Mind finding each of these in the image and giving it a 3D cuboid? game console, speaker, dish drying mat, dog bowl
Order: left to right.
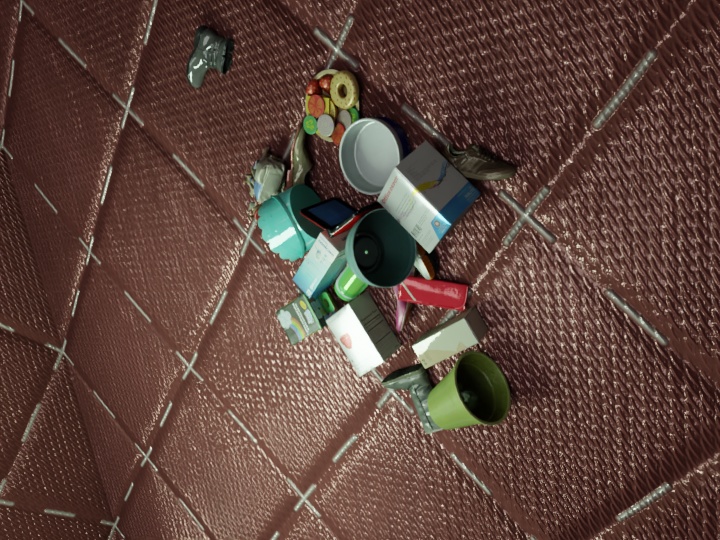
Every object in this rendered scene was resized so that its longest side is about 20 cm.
[{"bbox_3d":[-0.041,-0.181,1.587,0.171,0.199,0.121,-34,89,36],"label":"game console"},{"bbox_3d":[0.000,0.000,1.694,0.089,0.088,0.201,46,124,11],"label":"speaker"},{"bbox_3d":[0.040,-0.318,1.562,0.195,0.078,0.207,12,112,30],"label":"dog bowl"},{"bbox_3d":[0.201,0.063,1.584,0.193,0.018,0.080,9,108,11],"label":"dish drying mat"}]

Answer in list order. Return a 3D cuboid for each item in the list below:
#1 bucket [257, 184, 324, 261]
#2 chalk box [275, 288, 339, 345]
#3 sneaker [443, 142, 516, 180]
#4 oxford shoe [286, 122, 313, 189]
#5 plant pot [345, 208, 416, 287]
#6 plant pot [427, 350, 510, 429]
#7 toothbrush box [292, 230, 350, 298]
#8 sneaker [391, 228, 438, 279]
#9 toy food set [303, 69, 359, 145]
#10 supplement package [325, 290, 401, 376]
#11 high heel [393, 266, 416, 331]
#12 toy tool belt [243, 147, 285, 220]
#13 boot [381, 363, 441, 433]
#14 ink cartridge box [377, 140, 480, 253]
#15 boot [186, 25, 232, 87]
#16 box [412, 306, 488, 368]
[{"bbox_3d":[-0.198,-0.149,1.708,0.132,0.206,0.212,-26,92,32],"label":"bucket"},{"bbox_3d":[-0.154,0.131,1.816,0.197,0.123,0.128,-30,89,35],"label":"chalk box"},{"bbox_3d":[0.293,-0.275,1.413,0.195,0.070,0.078,11,119,31],"label":"sneaker"},{"bbox_3d":[-0.176,-0.342,1.717,0.072,0.071,0.206,12,115,1],"label":"oxford shoe"},{"bbox_3d":[0.037,-0.054,1.531,0.133,0.196,0.206,-9,103,63],"label":"plant pot"},{"bbox_3d":[0.284,0.356,1.582,0.202,0.198,0.190,53,138,6],"label":"plant pot"},{"bbox_3d":[-0.099,-0.033,1.710,0.085,0.145,0.202,43,125,11],"label":"toothbrush box"},{"bbox_3d":[0.144,-0.058,1.595,0.092,0.075,0.204,-38,77,43],"label":"sneaker"},{"bbox_3d":[-0.083,-0.466,1.612,0.195,0.048,0.205,14,113,29],"label":"toy food set"},{"bbox_3d":[0.009,0.193,1.731,0.120,0.119,0.203,-36,85,37],"label":"supplement package"},{"bbox_3d":[0.104,0.071,1.653,0.093,0.067,0.207,13,108,18],"label":"high heel"},{"bbox_3d":[-0.310,-0.276,1.801,0.124,0.121,0.204,53,129,45],"label":"toy tool belt"},{"bbox_3d":[0.171,0.402,1.736,0.178,0.072,0.205,-20,101,38],"label":"boot"},{"bbox_3d":[0.171,-0.189,1.444,0.200,0.146,0.147,44,149,7],"label":"ink cartridge box"},{"bbox_3d":[-0.480,-0.657,1.800,0.130,0.070,0.204,33,126,13],"label":"boot"},{"bbox_3d":[0.251,0.189,1.588,0.198,0.094,0.079,-34,88,37],"label":"box"}]
